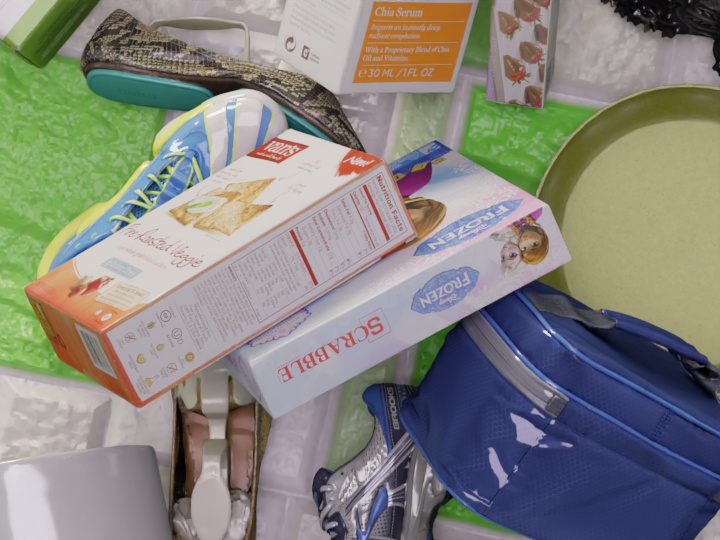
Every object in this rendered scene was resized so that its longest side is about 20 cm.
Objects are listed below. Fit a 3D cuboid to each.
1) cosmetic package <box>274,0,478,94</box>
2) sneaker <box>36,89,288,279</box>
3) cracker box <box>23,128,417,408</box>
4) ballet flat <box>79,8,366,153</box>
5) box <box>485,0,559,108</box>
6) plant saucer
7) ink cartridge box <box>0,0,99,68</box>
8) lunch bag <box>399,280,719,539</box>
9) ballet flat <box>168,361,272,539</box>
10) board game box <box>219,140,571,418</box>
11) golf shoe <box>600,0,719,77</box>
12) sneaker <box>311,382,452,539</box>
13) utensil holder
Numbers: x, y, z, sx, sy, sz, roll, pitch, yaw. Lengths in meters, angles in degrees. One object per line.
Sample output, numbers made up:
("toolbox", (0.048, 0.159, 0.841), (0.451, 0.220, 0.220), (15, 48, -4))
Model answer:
("cosmetic package", (0.026, -0.212, 1.659), (0.071, 0.101, 0.200), (35, 119, 42))
("sneaker", (-0.124, -0.026, 1.673), (0.076, 0.105, 0.200), (43, 110, -14))
("cracker box", (-0.084, -0.006, 1.588), (0.200, 0.134, 0.058), (-31, 112, -18))
("ballet flat", (-0.079, -0.124, 1.725), (0.200, 0.068, 0.075), (19, 66, 7))
("box", (0.104, -0.190, 1.661), (0.039, 0.200, 0.041), (9, 43, 9))
("plant saucer", (0.207, -0.018, 1.710), (0.200, 0.031, 0.200), (0, 86, 4))
("ink cartridge box", (-0.241, -0.253, 1.737), (0.200, 0.076, 0.148), (40, 89, 7))
("lunch bag", (0.142, 0.091, 1.608), (0.200, 0.136, 0.132), (26, 106, -31))
("ballet flat", (-0.091, 0.105, 1.701), (0.071, 0.071, 0.200), (2, 85, 4))
("board game box", (0.000, 0.000, 1.623), (0.200, 0.200, 0.041), (-28, 111, -10))
("golf shoe", (0.221, -0.190, 1.712), (0.200, 0.078, 0.095), (36, 66, 8))
("sneaker", (0.007, 0.163, 1.692), (0.085, 0.077, 0.200), (17, 77, 9))
("utensil holder", (-0.188, 0.218, 1.647), (0.170, 0.170, 0.200), (-10, 84, 3))
